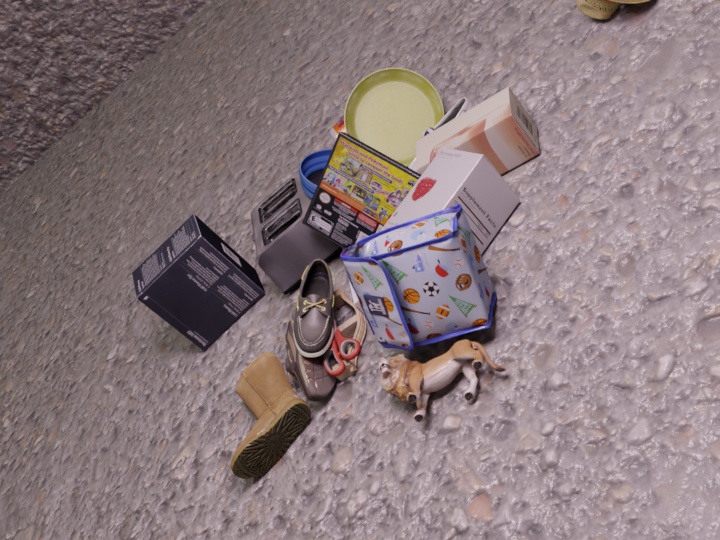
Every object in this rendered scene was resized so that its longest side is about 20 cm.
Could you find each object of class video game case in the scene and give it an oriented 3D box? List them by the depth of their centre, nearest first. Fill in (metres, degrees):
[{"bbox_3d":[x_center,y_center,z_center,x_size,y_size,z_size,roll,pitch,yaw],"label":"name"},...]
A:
[{"bbox_3d":[0.009,-0.120,1.692,0.198,0.025,0.183,31,107,22],"label":"video game case"}]

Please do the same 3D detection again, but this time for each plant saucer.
[{"bbox_3d":[0.066,-0.296,1.868,0.201,0.199,0.031,-49,-7,-5],"label":"plant saucer"}]

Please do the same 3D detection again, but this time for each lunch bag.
[{"bbox_3d":[0.084,0.021,1.435,0.197,0.172,0.124,-15,23,22],"label":"lunch bag"}]

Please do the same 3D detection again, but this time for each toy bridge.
[{"bbox_3d":[-0.022,0.103,1.650,0.067,0.027,0.202,-34,36,20],"label":"toy bridge"}]

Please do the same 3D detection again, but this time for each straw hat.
[{"bbox_3d":[0.431,-0.505,1.712,0.086,0.197,0.203,106,174,-47],"label":"straw hat"}]

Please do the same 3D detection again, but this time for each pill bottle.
[{"bbox_3d":[0.040,-0.313,1.949,0.200,0.109,0.110,-43,32,7],"label":"pill bottle"}]

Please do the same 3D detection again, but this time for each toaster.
[{"bbox_3d":[-0.121,-0.081,1.882,0.199,0.119,0.182,-37,34,14],"label":"toaster"}]

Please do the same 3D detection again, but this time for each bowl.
[{"bbox_3d":[-0.021,-0.174,1.827,0.196,0.040,0.202,6,32,-3],"label":"bowl"}]

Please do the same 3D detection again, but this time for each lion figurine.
[{"bbox_3d":[0.119,0.149,1.410,0.197,0.073,0.123,-20,26,14],"label":"lion figurine"}]

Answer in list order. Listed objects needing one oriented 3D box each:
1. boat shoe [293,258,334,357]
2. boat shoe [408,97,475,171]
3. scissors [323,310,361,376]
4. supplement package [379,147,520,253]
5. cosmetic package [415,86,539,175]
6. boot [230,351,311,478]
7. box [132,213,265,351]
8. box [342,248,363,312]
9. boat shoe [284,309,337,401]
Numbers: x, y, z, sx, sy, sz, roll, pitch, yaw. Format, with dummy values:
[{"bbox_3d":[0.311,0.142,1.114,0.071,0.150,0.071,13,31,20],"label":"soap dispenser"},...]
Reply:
[{"bbox_3d":[-0.081,0.062,1.639,0.070,0.061,0.203,-1,39,2],"label":"boat shoe"},{"bbox_3d":[0.143,-0.244,1.792,0.200,0.067,0.074,-47,32,0],"label":"boat shoe"},{"bbox_3d":[-0.052,0.109,1.638,0.073,0.014,0.201,-43,34,6],"label":"scissors"},{"bbox_3d":[0.143,-0.085,1.571,0.201,0.120,0.121,-53,32,-10],"label":"supplement package"},{"bbox_3d":[0.202,-0.215,1.660,0.198,0.103,0.088,-29,35,29],"label":"cosmetic package"},{"bbox_3d":[-0.178,0.249,1.650,0.175,0.066,0.200,-41,31,-6],"label":"boot"},{"bbox_3d":[-0.329,0.026,1.934,0.182,0.200,0.104,-42,34,6],"label":"box"},{"bbox_3d":[0.000,0.000,1.724,0.038,0.041,0.201,-36,33,16],"label":"box"},{"bbox_3d":[-0.090,0.157,1.649,0.074,0.073,0.202,-59,27,31],"label":"boat shoe"}]
